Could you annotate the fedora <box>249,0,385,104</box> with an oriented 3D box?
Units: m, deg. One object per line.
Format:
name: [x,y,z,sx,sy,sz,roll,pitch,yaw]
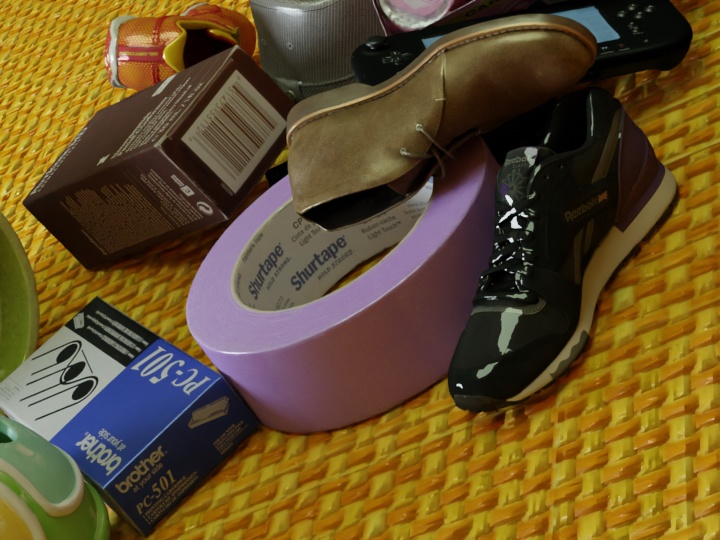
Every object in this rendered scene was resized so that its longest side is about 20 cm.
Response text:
fedora: [-0.021,-0.183,1.592,0.177,0.090,0.200,-41,28,-12]

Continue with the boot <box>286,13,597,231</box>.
boot: [0.045,-0.077,1.257,0.199,0.074,0.076,-22,47,30]

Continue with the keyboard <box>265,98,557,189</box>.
keyboard: [0.035,-0.076,1.439,0.199,0.040,0.104,-24,52,18]

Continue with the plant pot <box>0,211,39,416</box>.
plant pot: [-0.342,0.035,1.525,0.200,0.201,0.184,-49,20,-25]

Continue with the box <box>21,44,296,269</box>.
box: [-0.134,-0.073,1.523,0.200,0.075,0.100,-19,30,55]

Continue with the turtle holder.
turtle holder: [-0.216,0.154,1.228,0.141,0.132,0.186,-21,30,24]

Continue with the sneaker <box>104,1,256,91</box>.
sneaker: [-0.112,-0.152,1.633,0.077,0.073,0.200,6,13,18]

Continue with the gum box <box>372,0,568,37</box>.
gum box: [0.114,-0.203,1.438,0.199,0.066,0.113,-25,-14,18]

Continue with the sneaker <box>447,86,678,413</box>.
sneaker: [0.089,-0.016,1.207,0.076,0.088,0.200,-5,40,44]

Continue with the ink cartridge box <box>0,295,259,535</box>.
ink cartridge box: [-0.144,0.082,1.358,0.094,0.044,0.200,-43,29,-13]

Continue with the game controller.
game controller: [0.096,-0.131,1.360,0.199,0.042,0.104,-12,17,-4]

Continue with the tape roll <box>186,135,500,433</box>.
tape roll: [0.000,0.000,1.307,0.200,0.066,0.200,-26,29,16]
